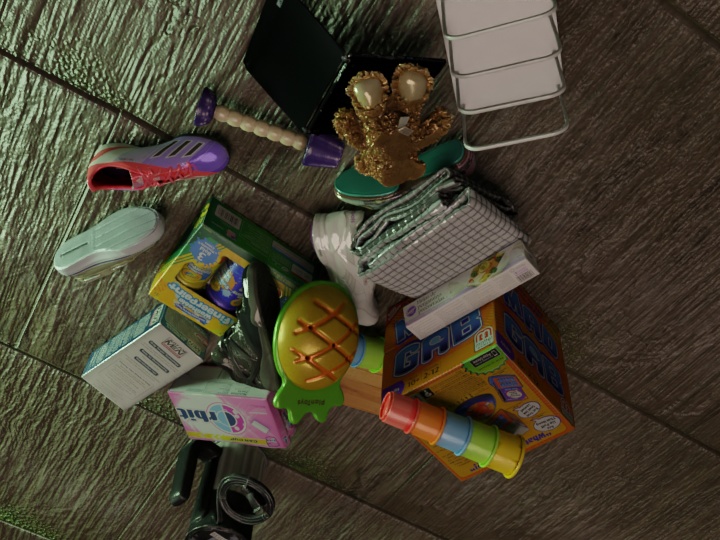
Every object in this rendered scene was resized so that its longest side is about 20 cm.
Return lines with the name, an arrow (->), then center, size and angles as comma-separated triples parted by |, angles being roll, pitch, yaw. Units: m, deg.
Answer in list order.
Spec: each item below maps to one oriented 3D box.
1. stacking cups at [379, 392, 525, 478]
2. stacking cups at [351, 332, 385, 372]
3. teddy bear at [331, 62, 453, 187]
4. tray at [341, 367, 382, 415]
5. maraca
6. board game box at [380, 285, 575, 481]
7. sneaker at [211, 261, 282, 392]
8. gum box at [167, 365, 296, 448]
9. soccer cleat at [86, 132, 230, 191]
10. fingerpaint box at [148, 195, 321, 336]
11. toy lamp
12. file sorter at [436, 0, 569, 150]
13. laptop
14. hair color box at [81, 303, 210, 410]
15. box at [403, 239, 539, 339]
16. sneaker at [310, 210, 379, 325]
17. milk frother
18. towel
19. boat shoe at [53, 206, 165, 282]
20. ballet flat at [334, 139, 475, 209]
stacking cups -> 0.120, 0.220, 1.151 | 0.196, 0.061, 0.061 | 20, 128, -8
stacking cups -> -0.023, 0.116, 1.315 | 0.197, 0.061, 0.061 | 17, 130, -27
teddy bear -> 0.036, -0.182, 1.037 | 0.143, 0.068, 0.200 | -24, 153, 11
tray -> -0.044, 0.169, 1.405 | 0.196, 0.037, 0.100 | 17, 127, -7
maraca -> -0.063, 0.115, 1.202 | 0.135, 0.106, 0.205 | 3, 97, -29
board game box -> 0.169, 0.141, 1.257 | 0.198, 0.202, 0.200 | -31, 119, 26
sneaker -> -0.168, 0.082, 1.227 | 0.112, 0.077, 0.203 | 3, 121, 16
gum box -> -0.205, 0.224, 1.417 | 0.196, 0.067, 0.115 | 1, 128, 22
soccer cleat -> -0.274, -0.138, 1.162 | 0.195, 0.074, 0.069 | -3, 128, 8
fingerpaint box -> -0.186, 0.016, 1.274 | 0.198, 0.074, 0.167 | 33, 124, -19
toy lamp -> -0.117, -0.183, 1.124 | 0.196, 0.059, 0.059 | 18, 128, -10
file sorter -> 0.164, -0.263, 0.992 | 0.136, 0.126, 0.203 | -9, 126, 12
laptop -> -0.025, -0.252, 1.045 | 0.196, 0.105, 0.177 | -2, 161, -22
hair color box -> -0.349, 0.140, 1.395 | 0.198, 0.061, 0.100 | -31, 120, 26
box -> 0.148, 0.028, 1.167 | 0.198, 0.039, 0.041 | -32, 130, 24
sneaker -> 0.000, 0.000, 1.243 | 0.098, 0.076, 0.202 | -13, 126, 16
milk frother -> -0.209, 0.373, 1.482 | 0.196, 0.190, 0.182 | -17, 126, 18
towel -> 0.106, -0.048, 1.161 | 0.199, 0.087, 0.164 | -36, 141, 29
boat shoe -> -0.361, -0.037, 1.265 | 0.197, 0.073, 0.062 | -18, 150, 22
ballet flat -> 0.063, -0.119, 1.158 | 0.196, 0.070, 0.071 | -16, 145, 17
